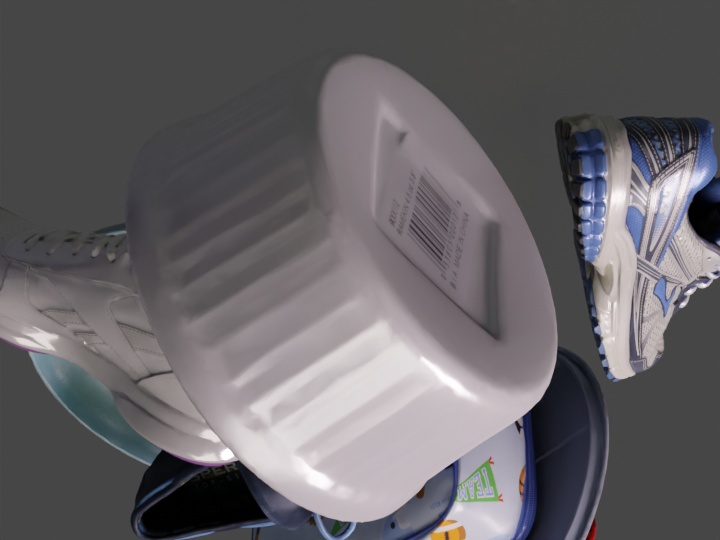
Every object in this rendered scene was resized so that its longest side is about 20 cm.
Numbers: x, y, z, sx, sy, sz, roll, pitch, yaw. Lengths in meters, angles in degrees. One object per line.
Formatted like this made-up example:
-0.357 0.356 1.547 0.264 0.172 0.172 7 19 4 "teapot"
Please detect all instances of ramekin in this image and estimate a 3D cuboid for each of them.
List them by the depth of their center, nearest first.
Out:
0.000 0.000 0.830 0.097 0.201 0.200 -31 140 27 "ramekin"

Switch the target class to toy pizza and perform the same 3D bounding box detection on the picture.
0.074 0.136 1.053 0.032 0.201 0.200 29 138 -26 "toy pizza"

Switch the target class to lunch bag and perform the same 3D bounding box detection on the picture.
0.013 0.117 1.055 0.075 0.161 0.200 20 142 -33 "lunch bag"

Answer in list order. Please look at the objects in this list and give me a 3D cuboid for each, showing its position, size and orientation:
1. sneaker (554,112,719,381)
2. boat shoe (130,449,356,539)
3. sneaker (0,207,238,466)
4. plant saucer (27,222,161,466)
0.151 -0.008 0.944 0.085 0.077 0.200 -11 149 5 "sneaker"
-0.034 0.108 0.973 0.199 0.069 0.084 -27 107 35 "boat shoe"
-0.117 0.006 0.902 0.199 0.075 0.100 31 115 17 "sneaker"
-0.081 0.042 1.000 0.199 0.028 0.201 9 135 9 "plant saucer"
